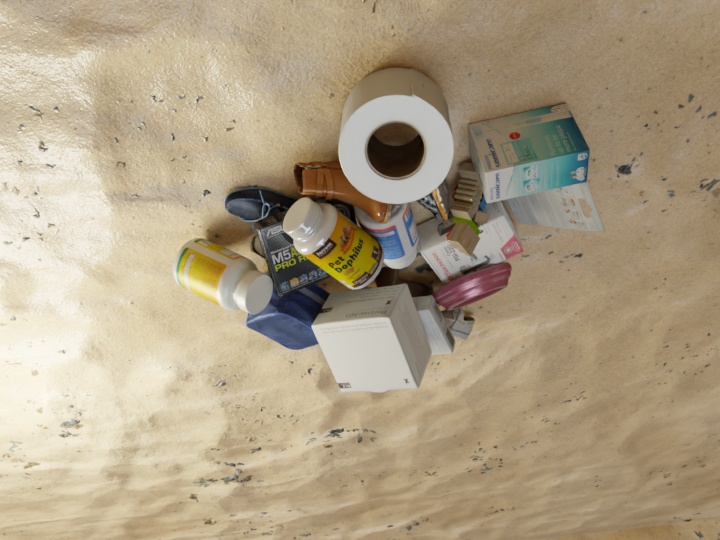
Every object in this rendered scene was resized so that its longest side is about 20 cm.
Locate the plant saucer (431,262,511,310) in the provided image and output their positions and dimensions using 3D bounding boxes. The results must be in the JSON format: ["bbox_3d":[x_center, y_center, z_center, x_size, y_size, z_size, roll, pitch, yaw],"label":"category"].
[{"bbox_3d":[0.263,0.043,1.704,0.198,0.051,0.201,-20,169,-4],"label":"plant saucer"}]

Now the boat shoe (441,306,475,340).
[{"bbox_3d":[0.231,0.113,1.826,0.201,0.074,0.087,23,101,-48],"label":"boat shoe"}]

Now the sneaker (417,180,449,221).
[{"bbox_3d":[0.127,-0.170,1.492,0.076,0.079,0.200,-14,137,23],"label":"sneaker"}]

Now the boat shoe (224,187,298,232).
[{"bbox_3d":[-0.174,-0.119,1.482,0.197,0.069,0.085,4,138,-17],"label":"boat shoe"}]

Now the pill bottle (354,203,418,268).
[{"bbox_3d":[0.061,-0.087,1.529,0.111,0.113,0.201,-15,148,6],"label":"pill bottle"}]

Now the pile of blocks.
[{"bbox_3d":[0.220,-0.135,1.513,0.082,0.062,0.203,8,96,-47],"label":"pile of blocks"}]

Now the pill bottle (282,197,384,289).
[{"bbox_3d":[-0.053,-0.055,1.413,0.109,0.110,0.199,-35,129,26],"label":"pill bottle"}]

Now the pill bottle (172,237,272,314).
[{"bbox_3d":[-0.280,0.015,1.506,0.198,0.113,0.113,22,150,29],"label":"pill bottle"}]

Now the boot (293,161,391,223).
[{"bbox_3d":[-0.036,-0.148,1.379,0.153,0.200,0.074,2,116,-26],"label":"boot"}]

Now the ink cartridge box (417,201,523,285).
[{"bbox_3d":[0.239,-0.069,1.617,0.198,0.086,0.146,-23,138,18],"label":"ink cartridge box"}]

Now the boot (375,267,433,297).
[{"bbox_3d":[0.107,0.048,1.745,0.144,0.071,0.201,0,140,-21],"label":"boot"}]

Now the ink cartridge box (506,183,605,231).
[{"bbox_3d":[0.394,-0.150,1.503,0.198,0.048,0.160,9,152,38],"label":"ink cartridge box"}]

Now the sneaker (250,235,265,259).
[{"bbox_3d":[-0.152,-0.044,1.587,0.087,0.077,0.199,-3,161,42],"label":"sneaker"}]

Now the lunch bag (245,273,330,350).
[{"bbox_3d":[-0.164,0.079,1.669,0.135,0.134,0.199,-18,143,35],"label":"lunch bag"}]

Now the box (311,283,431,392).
[{"bbox_3d":[0.029,0.154,1.634,0.197,0.131,0.202,-8,121,27],"label":"box"}]

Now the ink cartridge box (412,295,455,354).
[{"bbox_3d":[0.106,0.136,1.736,0.198,0.048,0.161,-6,134,29],"label":"ink cartridge box"}]

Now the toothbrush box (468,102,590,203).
[{"bbox_3d":[0.318,-0.226,1.405,0.197,0.148,0.086,-12,139,4],"label":"toothbrush box"}]

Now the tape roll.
[{"bbox_3d":[0.063,-0.239,1.300,0.200,0.140,0.205,1,122,2],"label":"tape roll"}]

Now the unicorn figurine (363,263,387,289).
[{"bbox_3d":[0.000,0.000,1.660,0.137,0.075,0.199,-28,135,33],"label":"unicorn figurine"}]

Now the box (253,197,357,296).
[{"bbox_3d":[-0.100,-0.055,1.484,0.198,0.044,0.162,-21,123,-14],"label":"box"}]
